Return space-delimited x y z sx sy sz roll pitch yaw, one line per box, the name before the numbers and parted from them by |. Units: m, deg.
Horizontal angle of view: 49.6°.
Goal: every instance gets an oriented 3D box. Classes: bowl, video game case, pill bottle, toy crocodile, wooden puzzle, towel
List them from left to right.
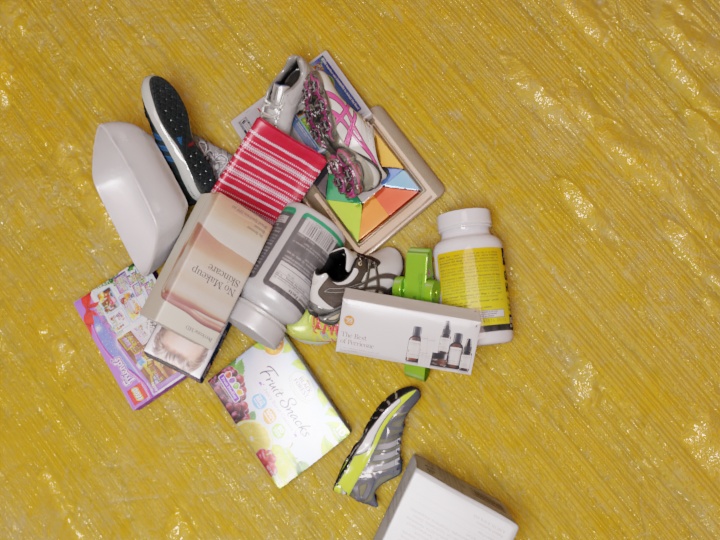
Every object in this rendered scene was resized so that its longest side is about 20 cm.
bowl | -0.330 -0.114 1.180 0.074 0.200 0.202 -26 80 -28
towel | -0.154 -0.121 1.210 0.143 0.022 0.202 28 99 -35
pill bottle | -0.116 0.008 1.181 0.112 0.113 0.202 30 76 6
video game case | -0.097 -0.246 1.270 0.198 0.018 0.144 -36 72 2
wooden puzzle | 0.009 -0.140 1.256 0.199 0.037 0.186 -38 82 -1
toy crocodile | 0.090 0.067 1.175 0.066 0.061 0.205 -1 92 28
pill bottle | 0.168 0.013 1.190 0.110 0.112 0.205 -6 84 3

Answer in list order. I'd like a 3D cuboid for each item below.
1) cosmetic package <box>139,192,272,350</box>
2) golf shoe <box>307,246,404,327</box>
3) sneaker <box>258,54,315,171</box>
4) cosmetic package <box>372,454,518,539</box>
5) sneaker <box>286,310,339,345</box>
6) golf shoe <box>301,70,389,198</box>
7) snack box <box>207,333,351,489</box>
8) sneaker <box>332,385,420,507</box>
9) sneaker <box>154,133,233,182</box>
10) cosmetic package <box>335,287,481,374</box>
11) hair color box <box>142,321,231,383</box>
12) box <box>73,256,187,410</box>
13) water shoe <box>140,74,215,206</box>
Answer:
cosmetic package | -0.223 0.000 1.130 0.102 0.087 0.203 30 78 -28
golf shoe | 0.000 0.000 1.173 0.077 0.096 0.199 20 40 33
sneaker | -0.133 -0.248 1.223 0.073 0.087 0.204 19 82 13
cosmetic package | 0.105 0.403 1.122 0.164 0.167 0.203 27 85 5
sneaker | -0.030 0.076 1.207 0.195 0.090 0.080 0 85 5
golf shoe | -0.025 -0.217 1.213 0.091 0.072 0.204 -26 94 -33
snack box | -0.124 0.212 1.217 0.141 0.053 0.201 -37 83 -2
sneaker | 0.039 0.270 1.198 0.080 0.074 0.202 33 92 -2
sneaker | -0.251 -0.170 1.253 0.197 0.082 0.076 24 85 6
cosmetic package | 0.067 0.086 1.103 0.195 0.051 0.084 9 106 2
hair color box | -0.245 0.061 1.212 0.098 0.061 0.203 25 74 -2
box | -0.352 0.100 1.251 0.135 0.039 0.202 -32 83 -2
water shoe | -0.295 -0.192 1.185 0.078 0.071 0.203 -19 98 33
